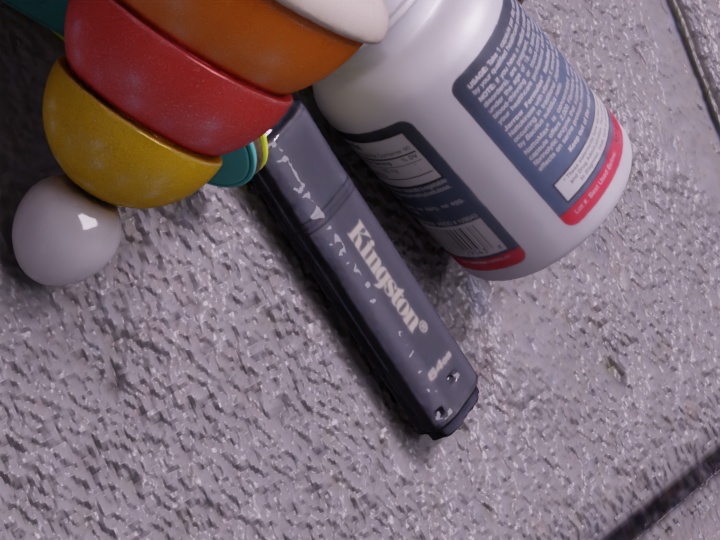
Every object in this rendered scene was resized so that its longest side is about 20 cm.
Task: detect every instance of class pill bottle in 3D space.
[{"bbox_3d":[0.045,-0.099,1.347,0.200,0.120,0.120,47,43,-30],"label":"pill bottle"}]

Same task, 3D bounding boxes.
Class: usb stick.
[{"bbox_3d":[0.000,0.000,1.319,0.200,0.033,0.055,57,38,-19],"label":"usb stick"}]

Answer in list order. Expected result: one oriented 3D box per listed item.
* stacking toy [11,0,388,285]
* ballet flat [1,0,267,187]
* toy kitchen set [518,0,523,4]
[{"bbox_3d":[-0.095,-0.080,1.128,0.146,0.200,0.146,33,13,-9],"label":"stacking toy"},{"bbox_3d":[-0.110,-0.122,1.204,0.200,0.067,0.067,41,44,-32],"label":"ballet flat"},{"bbox_3d":[0.067,-0.222,1.356,0.200,0.163,0.180,31,17,7],"label":"toy kitchen set"}]
